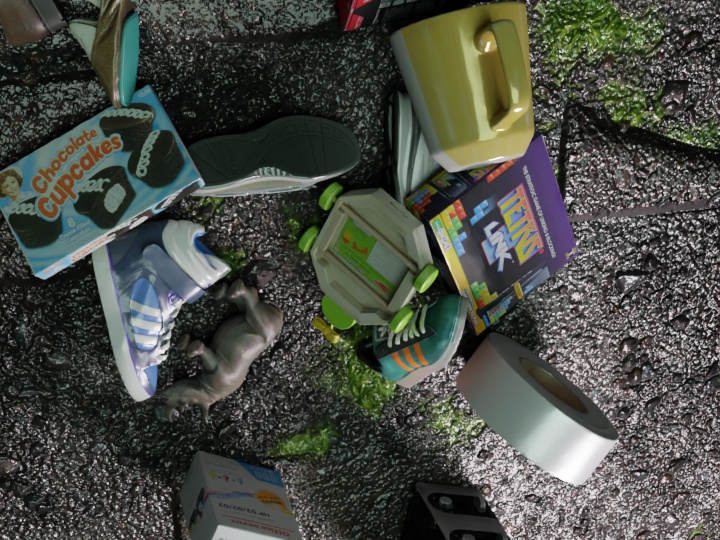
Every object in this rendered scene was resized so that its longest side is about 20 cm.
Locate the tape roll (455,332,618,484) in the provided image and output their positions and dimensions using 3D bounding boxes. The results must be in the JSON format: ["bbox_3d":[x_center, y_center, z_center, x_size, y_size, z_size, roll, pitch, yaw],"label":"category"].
[{"bbox_3d":[0.213,0.164,1.564,0.201,0.203,0.071,31,102,-26],"label":"tape roll"}]

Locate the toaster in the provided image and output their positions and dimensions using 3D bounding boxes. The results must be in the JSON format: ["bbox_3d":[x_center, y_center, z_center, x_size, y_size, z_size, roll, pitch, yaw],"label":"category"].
[{"bbox_3d":[0.122,0.399,1.656,0.117,0.181,0.203,5,112,-20],"label":"toaster"}]

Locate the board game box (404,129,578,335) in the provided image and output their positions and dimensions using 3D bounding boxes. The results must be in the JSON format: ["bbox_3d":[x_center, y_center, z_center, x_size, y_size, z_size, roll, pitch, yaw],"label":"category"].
[{"bbox_3d":[0.155,-0.048,1.487,0.165,0.057,0.201,-37,134,-10],"label":"board game box"}]

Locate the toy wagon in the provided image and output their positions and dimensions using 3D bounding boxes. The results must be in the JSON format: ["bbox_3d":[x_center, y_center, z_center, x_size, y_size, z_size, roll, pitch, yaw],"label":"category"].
[{"bbox_3d":[0.000,0.000,1.466,0.039,0.155,0.201,-34,160,-46],"label":"toy wagon"}]

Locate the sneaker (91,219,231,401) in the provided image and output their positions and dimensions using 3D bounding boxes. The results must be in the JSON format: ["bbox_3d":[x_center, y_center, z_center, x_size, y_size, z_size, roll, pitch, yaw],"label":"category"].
[{"bbox_3d":[-0.209,0.041,1.447,0.144,0.081,0.203,-13,112,-6],"label":"sneaker"}]

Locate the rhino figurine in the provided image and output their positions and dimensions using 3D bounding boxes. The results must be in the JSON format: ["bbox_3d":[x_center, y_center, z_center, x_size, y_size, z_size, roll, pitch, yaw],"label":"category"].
[{"bbox_3d":[-0.165,0.102,1.502,0.087,0.060,0.201,30,105,-28],"label":"rhino figurine"}]

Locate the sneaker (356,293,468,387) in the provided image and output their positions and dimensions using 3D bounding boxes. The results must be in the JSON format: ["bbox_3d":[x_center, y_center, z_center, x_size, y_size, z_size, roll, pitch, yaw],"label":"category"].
[{"bbox_3d":[0.057,0.078,1.503,0.079,0.072,0.200,20,148,-14],"label":"sneaker"}]

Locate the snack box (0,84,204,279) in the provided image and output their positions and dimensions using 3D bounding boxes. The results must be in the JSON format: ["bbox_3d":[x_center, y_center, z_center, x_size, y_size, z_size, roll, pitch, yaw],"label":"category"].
[{"bbox_3d":[-0.276,-0.092,1.357,0.198,0.037,0.117,-31,81,-1],"label":"snack box"}]

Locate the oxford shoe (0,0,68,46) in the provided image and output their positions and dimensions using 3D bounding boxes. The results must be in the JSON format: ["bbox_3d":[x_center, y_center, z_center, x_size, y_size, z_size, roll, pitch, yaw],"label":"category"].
[{"bbox_3d":[-0.367,-0.302,1.247,0.084,0.073,0.201,-28,118,1],"label":"oxford shoe"}]

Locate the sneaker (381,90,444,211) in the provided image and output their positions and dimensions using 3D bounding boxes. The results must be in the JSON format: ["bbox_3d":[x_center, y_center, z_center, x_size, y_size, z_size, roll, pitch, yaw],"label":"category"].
[{"bbox_3d":[0.085,-0.103,1.471,0.114,0.076,0.203,-3,113,-13],"label":"sneaker"}]

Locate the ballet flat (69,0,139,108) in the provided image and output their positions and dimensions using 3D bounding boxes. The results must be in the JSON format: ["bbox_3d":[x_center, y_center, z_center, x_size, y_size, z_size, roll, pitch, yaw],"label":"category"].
[{"bbox_3d":[-0.254,-0.267,1.306,0.071,0.068,0.203,11,111,2],"label":"ballet flat"}]

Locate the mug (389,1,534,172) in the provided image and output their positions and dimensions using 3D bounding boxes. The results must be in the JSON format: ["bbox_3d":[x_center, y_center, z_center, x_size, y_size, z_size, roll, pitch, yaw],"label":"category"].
[{"bbox_3d":[0.112,-0.187,1.353,0.147,0.186,0.155,-11,91,16],"label":"mug"}]

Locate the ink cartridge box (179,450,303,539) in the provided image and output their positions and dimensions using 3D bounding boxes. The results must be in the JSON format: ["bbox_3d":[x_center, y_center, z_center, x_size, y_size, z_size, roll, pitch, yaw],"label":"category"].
[{"bbox_3d":[-0.137,0.303,1.523,0.114,0.200,0.068,18,109,-23],"label":"ink cartridge box"}]

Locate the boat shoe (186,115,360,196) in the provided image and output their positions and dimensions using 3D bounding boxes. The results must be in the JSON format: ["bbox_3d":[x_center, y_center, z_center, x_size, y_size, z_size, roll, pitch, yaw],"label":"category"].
[{"bbox_3d":[-0.099,-0.119,1.421,0.199,0.065,0.075,-13,80,-14],"label":"boat shoe"}]

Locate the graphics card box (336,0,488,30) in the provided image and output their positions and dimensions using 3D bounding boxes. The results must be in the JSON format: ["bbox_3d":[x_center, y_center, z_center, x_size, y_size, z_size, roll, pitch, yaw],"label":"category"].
[{"bbox_3d":[0.078,-0.309,1.345,0.197,0.126,0.052,-13,81,-9],"label":"graphics card box"}]
